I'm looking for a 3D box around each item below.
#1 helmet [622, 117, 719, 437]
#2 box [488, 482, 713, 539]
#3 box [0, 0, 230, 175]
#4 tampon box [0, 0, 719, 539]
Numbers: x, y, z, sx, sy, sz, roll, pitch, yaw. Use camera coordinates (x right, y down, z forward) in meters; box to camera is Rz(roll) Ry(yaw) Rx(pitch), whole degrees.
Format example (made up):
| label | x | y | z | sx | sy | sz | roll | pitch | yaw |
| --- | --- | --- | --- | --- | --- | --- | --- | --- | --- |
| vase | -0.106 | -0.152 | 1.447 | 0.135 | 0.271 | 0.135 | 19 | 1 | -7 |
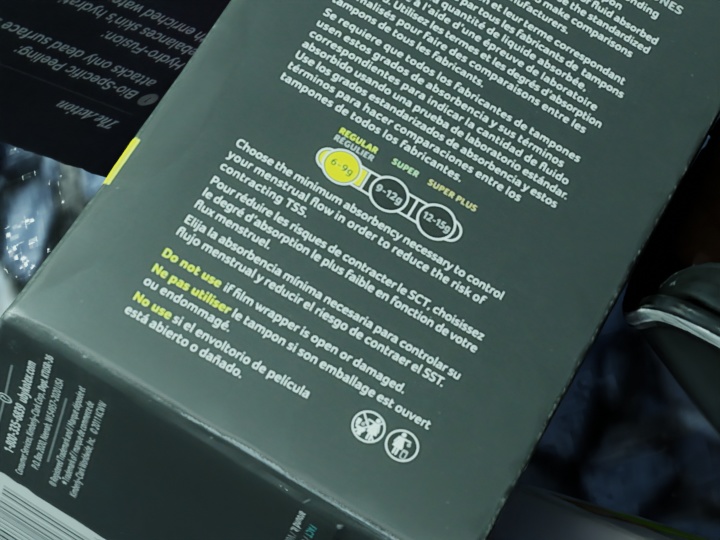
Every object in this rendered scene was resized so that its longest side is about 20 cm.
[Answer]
| label | x | y | z | sx | sy | sz | roll | pitch | yaw |
| --- | --- | --- | --- | --- | --- | --- | --- | --- | --- |
| helmet | 0.184 | 0.007 | 0.671 | 0.191 | 0.200 | 0.200 | 34 | 99 | -1 |
| box | 0.110 | 0.134 | 0.687 | 0.200 | 0.112 | 0.101 | 16 | 88 | 67 |
| box | -0.052 | -0.131 | 0.830 | 0.200 | 0.197 | 0.117 | -29 | 66 | 23 |
| tampon box | 0.000 | 0.000 | 0.708 | 0.126 | 0.150 | 0.200 | 30 | 59 | 3 |
